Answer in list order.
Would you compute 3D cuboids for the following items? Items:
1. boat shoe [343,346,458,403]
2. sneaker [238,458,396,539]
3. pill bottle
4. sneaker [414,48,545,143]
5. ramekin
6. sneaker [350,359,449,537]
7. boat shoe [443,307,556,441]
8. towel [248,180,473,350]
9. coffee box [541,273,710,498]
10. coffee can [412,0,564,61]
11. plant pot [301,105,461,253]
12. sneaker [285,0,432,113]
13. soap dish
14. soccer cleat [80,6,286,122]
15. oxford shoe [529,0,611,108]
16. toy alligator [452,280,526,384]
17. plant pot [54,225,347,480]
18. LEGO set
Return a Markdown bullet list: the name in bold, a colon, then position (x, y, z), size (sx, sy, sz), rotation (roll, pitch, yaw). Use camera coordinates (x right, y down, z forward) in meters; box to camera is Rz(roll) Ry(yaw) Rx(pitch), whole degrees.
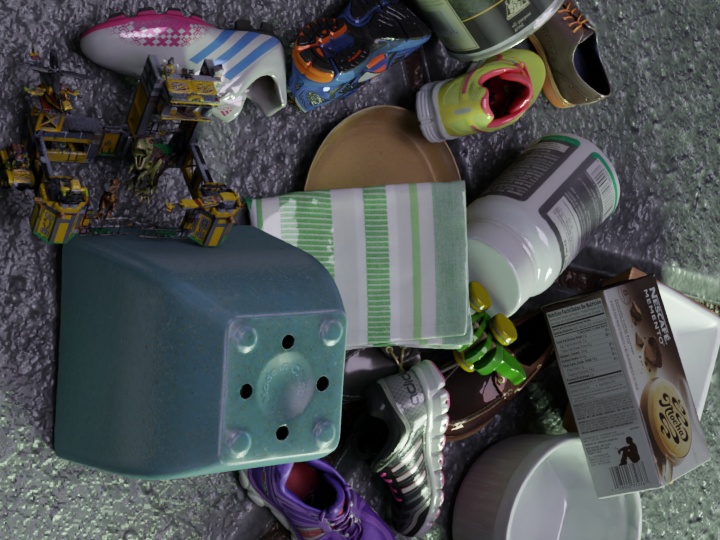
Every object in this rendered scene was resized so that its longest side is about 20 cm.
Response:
- **boat shoe**: position (0.040, 0.078, 1.436), size (0.201, 0.060, 0.072), rotation (-23, 107, -35)
- **sneaker**: position (-0.031, 0.226, 1.376), size (0.200, 0.083, 0.081), rotation (43, 68, -33)
- **pill bottle**: position (0.166, -0.044, 1.473), size (0.200, 0.113, 0.114), rotation (-43, 118, -40)
- **sneaker**: position (0.141, -0.174, 1.469), size (0.200, 0.090, 0.079), rotation (-35, 111, -48)
- **ramekin**: position (0.186, 0.262, 1.535), size (0.199, 0.105, 0.201), rotation (-3, 94, -38)
- **sneaker**: position (0.031, 0.174, 1.415), size (0.087, 0.074, 0.201), rotation (-8, 126, -14)
- **boat shoe**: position (0.137, 0.096, 1.498), size (0.070, 0.070, 0.200), rotation (43, 53, 13)
- **towel**: position (0.000, 0.000, 1.354), size (0.199, 0.023, 0.154), rotation (-3, 95, 0)
- **coffee box**: position (0.267, 0.114, 1.495), size (0.113, 0.080, 0.201), rotation (-12, 85, -51)
- **coffee can**: position (0.089, -0.319, 1.396), size (0.200, 0.146, 0.147), rotation (50, 64, -29)
- **plant pot**: position (0.018, -0.058, 1.432), size (0.199, 0.027, 0.201), rotation (-3, 95, -39)
- **sneaker**: position (-0.008, -0.204, 1.381), size (0.075, 0.079, 0.200), rotation (48, 43, 11)
- **soap dish**: position (0.309, 0.116, 1.637), size (0.157, 0.081, 0.201), rotation (25, 78, -36)
- **soccer cleat**: position (-0.141, -0.171, 1.265), size (0.199, 0.070, 0.087), rotation (-3, 77, -40)
- **oxford shoe**: position (0.206, -0.263, 1.537), size (0.071, 0.073, 0.201), rotation (-41, 116, -28)
- **toy alligator**: position (0.085, 0.036, 1.396), size (0.200, 0.059, 0.054), rotation (51, 25, -5)
- **plant pot**: position (-0.116, 0.074, 1.214), size (0.195, 0.200, 0.198), rotation (-2, 100, -37)
- **LEGO set**: position (-0.178, -0.104, 1.181), size (0.199, 0.116, 0.154), rotation (7, 44, -24)
